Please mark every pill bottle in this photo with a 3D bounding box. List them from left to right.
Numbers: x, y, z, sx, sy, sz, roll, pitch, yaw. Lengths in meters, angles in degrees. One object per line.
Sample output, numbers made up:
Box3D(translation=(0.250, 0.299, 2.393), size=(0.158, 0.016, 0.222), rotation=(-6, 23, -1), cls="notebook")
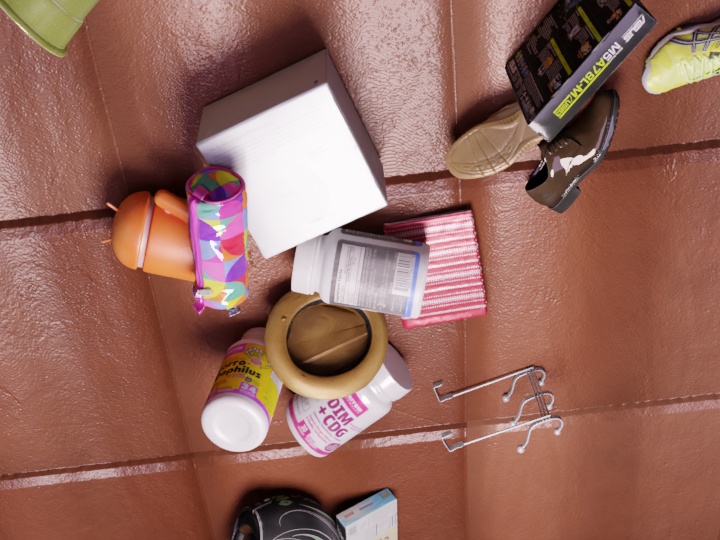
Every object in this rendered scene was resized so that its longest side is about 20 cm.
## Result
Box3D(translation=(-0.175, 0.177, 1.536), size=(0.102, 0.201, 0.106), rotation=(4, 123, 6), cls="pill bottle")
Box3D(translation=(-0.018, 0.209, 1.627), size=(0.199, 0.114, 0.113), rotation=(-37, 119, 19), cls="pill bottle")
Box3D(translation=(0.000, 0.000, 1.481), size=(0.196, 0.114, 0.115), rotation=(10, 124, 2), cls="pill bottle")

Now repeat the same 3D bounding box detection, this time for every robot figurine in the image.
Box3D(translation=(-0.274, -0.051, 1.434), size=(0.196, 0.144, 0.119), rotation=(11, 88, -12), cls="robot figurine")

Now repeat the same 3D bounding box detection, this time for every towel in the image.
Box3D(translation=(0.120, 0.001, 1.555), size=(0.142, 0.023, 0.203), rotation=(-10, 122, 5), cls="towel")

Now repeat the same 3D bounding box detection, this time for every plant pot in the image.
Box3D(translation=(-0.351, -0.396, 1.174), size=(0.189, 0.201, 0.201), rotation=(-38, 120, 5), cls="plant pot")

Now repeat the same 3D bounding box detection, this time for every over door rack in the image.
Box3D(translation=(0.226, 0.237, 1.646), size=(0.196, 0.149, 0.068), rotation=(-10, 119, 2), cls="over door rack")

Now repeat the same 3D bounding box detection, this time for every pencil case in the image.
Box3D(translation=(-0.191, -0.037, 1.329), size=(0.086, 0.089, 0.203), rotation=(0, 127, -4), cls="pencil case")

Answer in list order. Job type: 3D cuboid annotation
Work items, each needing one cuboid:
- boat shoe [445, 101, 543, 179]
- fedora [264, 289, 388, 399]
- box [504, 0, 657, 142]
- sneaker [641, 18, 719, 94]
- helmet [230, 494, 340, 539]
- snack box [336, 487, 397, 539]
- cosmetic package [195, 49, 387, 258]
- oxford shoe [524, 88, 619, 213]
Box3D(translation=(0.213, -0.194, 1.402), size=(0.198, 0.069, 0.075), rotation=(-27, 97, 19), cls="boat shoe")
Box3D(translation=(-0.056, 0.111, 1.559), size=(0.196, 0.205, 0.082), rotation=(7, 168, -9), cls="fedora")
Box3D(translation=(0.274, -0.287, 1.268), size=(0.047, 0.201, 0.193), rotation=(33, 115, -21), cls="box")
Box3D(translation=(0.480, -0.299, 1.350), size=(0.198, 0.077, 0.076), rotation=(-27, 124, 15), cls="sneaker")
Box3D(translation=(-0.124, 0.506, 1.771), size=(0.188, 0.201, 0.202), rotation=(10, 124, -28), cls="helmet")
Box3D(translation=(0.015, 0.512, 1.848), size=(0.115, 0.037, 0.203), rotation=(-22, 128, -27), cls="snack box")
Box3D(translation=(-0.092, -0.161, 1.369), size=(0.196, 0.124, 0.202), rotation=(-22, 123, 11), cls="cosmetic package")
Box3D(translation=(0.302, -0.177, 1.421), size=(0.083, 0.073, 0.202), rotation=(20, 120, -15), cls="oxford shoe")
